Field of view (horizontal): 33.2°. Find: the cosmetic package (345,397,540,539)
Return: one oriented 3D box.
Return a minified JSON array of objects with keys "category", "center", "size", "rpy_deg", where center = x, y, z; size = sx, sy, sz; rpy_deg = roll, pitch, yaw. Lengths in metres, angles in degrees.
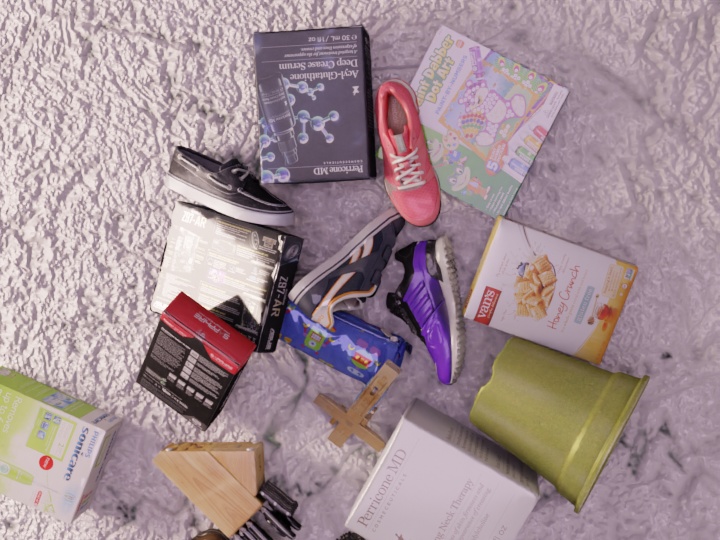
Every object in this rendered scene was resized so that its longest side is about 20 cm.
[{"category":"cosmetic package","center":[0.111,0.300,1.603],"size":[0.199,0.166,0.168],"rpy_deg":[29,97,4]}]

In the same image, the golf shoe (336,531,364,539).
[{"category":"golf shoe","center":[-0.023,0.467,1.684],"size":[0.094,0.078,0.201],"rpy_deg":[27,77,-35]}]

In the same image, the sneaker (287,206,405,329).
[{"category":"sneaker","center":[0.000,0.000,1.614],"size":[0.200,0.078,0.079],"rpy_deg":[-41,82,-19]}]

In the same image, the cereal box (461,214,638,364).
[{"category":"cereal box","center":[0.252,0.026,1.614],"size":[0.199,0.040,0.145],"rpy_deg":[18,100,-5]}]

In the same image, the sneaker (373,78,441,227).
[{"category":"sneaker","center":[0.053,-0.152,1.576],"size":[0.073,0.087,0.201],"rpy_deg":[-15,92,8]}]

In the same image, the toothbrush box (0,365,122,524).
[{"category":"toothbrush box","center":[-0.459,0.244,1.701],"size":[0.199,0.086,0.146],"rpy_deg":[24,96,3]}]

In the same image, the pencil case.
[{"category":"pencil case","center":[-0.030,0.091,1.646],"size":[0.199,0.078,0.087],"rpy_deg":[26,120,4]}]

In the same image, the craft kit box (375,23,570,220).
[{"category":"craft kit box","center":[0.150,-0.198,1.627],"size":[0.197,0.049,0.201],"rpy_deg":[27,96,7]}]

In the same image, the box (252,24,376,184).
[{"category":"box","center":[-0.059,-0.218,1.615],"size":[0.147,0.107,0.201],"rpy_deg":[-3,94,6]}]

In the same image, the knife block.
[{"category":"knife block","center":[-0.184,0.330,1.687],"size":[0.199,0.064,0.177],"rpy_deg":[-1,93,6]}]

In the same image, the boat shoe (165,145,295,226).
[{"category":"boat shoe","center":[-0.173,-0.117,1.638],"size":[0.199,0.072,0.068],"rpy_deg":[23,108,23]}]

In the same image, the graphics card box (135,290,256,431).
[{"category":"graphics card box","center":[-0.224,0.126,1.624],"size":[0.125,0.051,0.200],"rpy_deg":[35,141,3]}]

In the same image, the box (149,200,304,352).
[{"category":"box","center":[-0.184,0.006,1.634],"size":[0.199,0.043,0.161],"rpy_deg":[17,96,31]}]

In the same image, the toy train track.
[{"category":"toy train track","center":[0.008,0.176,1.629],"size":[0.114,0.033,0.200],"rpy_deg":[37,136,3]}]

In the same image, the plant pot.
[{"category":"plant pot","center":[0.251,0.184,1.581],"size":[0.184,0.200,0.201],"rpy_deg":[28,97,16]}]

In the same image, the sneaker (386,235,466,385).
[{"category":"sneaker","center":[0.087,0.058,1.643],"size":[0.099,0.070,0.202],"rpy_deg":[-7,89,13]}]

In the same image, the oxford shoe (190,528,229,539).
[{"category":"oxford shoe","center":[-0.254,0.449,1.694],"size":[0.073,0.084,0.200],"rpy_deg":[39,95,4]}]
